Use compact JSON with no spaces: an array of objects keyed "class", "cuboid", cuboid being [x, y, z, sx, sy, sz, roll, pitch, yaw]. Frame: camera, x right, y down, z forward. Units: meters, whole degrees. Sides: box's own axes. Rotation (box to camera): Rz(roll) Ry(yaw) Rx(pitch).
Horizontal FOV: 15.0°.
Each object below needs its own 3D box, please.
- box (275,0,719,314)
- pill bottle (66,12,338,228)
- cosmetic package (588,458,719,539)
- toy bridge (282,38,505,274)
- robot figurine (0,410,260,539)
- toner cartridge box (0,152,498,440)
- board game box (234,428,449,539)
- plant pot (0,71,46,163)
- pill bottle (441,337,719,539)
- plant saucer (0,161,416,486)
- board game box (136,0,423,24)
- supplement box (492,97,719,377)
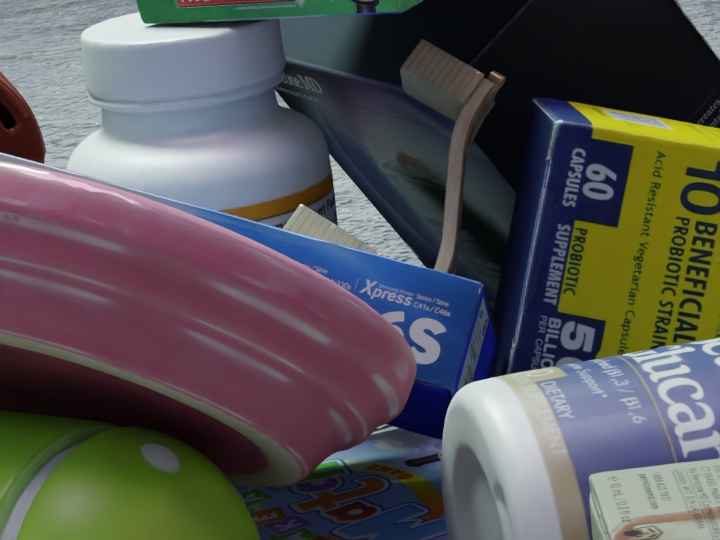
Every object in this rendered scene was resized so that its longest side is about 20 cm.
[{"class":"box","cuboid":[0.078,-0.062,1.251,0.123,0.198,0.200,-46,26,-12]},{"class":"pill bottle","cuboid":[-0.064,-0.006,1.142,0.111,0.200,0.111,-6,15,2]},{"class":"cosmetic package","cuboid":[0.174,0.108,0.812,0.200,0.103,0.087,-8,17,0]},{"class":"toy bridge","cuboid":[0.000,0.000,1.073,0.067,0.200,0.027,32,-15,15]},{"class":"robot figurine","cuboid":[-0.118,0.105,0.913,0.200,0.116,0.175,3,-13,34]},{"class":"toner cartridge box","cuboid":[-0.052,0.010,1.008,0.200,0.043,0.095,15,-15,10]},{"class":"board game box","cuboid":[0.050,0.092,1.047,0.200,0.037,0.151,-13,16,-20]},{"class":"plant pot","cuboid":[-0.280,-0.075,1.550,0.201,0.201,0.195,-13,25,-24]},{"class":"pill bottle","cuboid":[0.136,0.076,0.926,0.200,0.111,0.111,-10,15,-12]},{"class":"plant saucer","cuboid":[-0.083,0.024,0.912,0.200,0.051,0.201,17,-15,5]},{"class":"board game box","cuboid":[0.017,-0.148,1.141,0.135,0.029,0.200,2,23,38]},{"class":"supplement box","cuboid":[0.159,0.005,1.071,0.200,0.109,0.110,10,8,-3]}]
